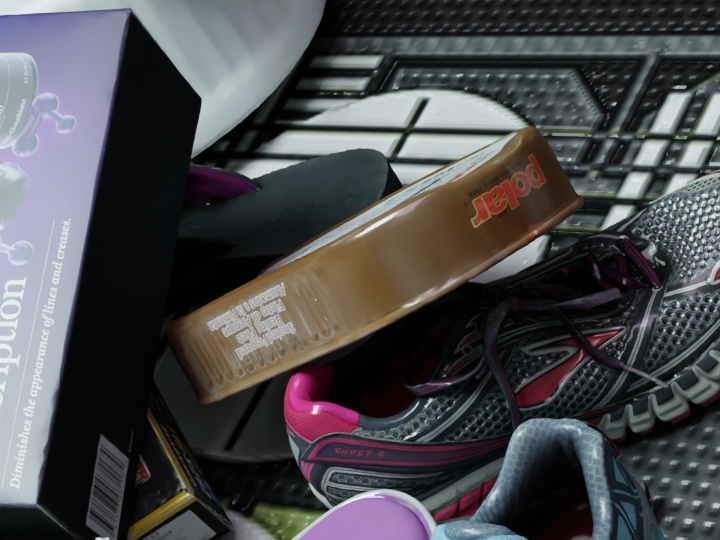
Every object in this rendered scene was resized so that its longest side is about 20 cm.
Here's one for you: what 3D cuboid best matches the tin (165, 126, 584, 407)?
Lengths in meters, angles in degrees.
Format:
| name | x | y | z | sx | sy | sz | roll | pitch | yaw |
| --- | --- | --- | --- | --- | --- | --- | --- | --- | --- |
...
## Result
| name | x | y | z | sx | sy | sz | roll | pitch | yaw |
| --- | --- | --- | --- | --- | --- | --- | --- | --- | --- |
| tin | 0.000 | 0.000 | 0.908 | 0.112 | 0.042 | 0.200 | -37 | 6 | -35 |

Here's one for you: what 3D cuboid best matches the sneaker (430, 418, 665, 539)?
| name | x | y | z | sx | sy | sz | roll | pitch | yaw |
| --- | --- | --- | --- | --- | --- | --- | --- | --- | --- |
| sneaker | 0.031 | 0.123 | 0.760 | 0.079 | 0.096 | 0.200 | 4 | 39 | 29 |

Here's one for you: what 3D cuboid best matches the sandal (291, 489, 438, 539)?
| name | x | y | z | sx | sy | sz | roll | pitch | yaw |
| --- | --- | --- | --- | --- | --- | --- | --- | --- | --- |
| sandal | -0.042 | 0.139 | 0.801 | 0.082 | 0.050 | 0.203 | 15 | 52 | 40 |

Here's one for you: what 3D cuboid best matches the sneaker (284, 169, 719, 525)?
| name | x | y | z | sx | sy | sz | roll | pitch | yaw |
| --- | --- | --- | --- | --- | --- | --- | --- | --- | --- |
| sneaker | 0.067 | 0.026 | 0.880 | 0.200 | 0.075 | 0.081 | -34 | 39 | -1 |

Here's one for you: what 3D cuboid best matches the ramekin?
| name | x | y | z | sx | sy | sz | roll | pitch | yaw |
| --- | --- | --- | --- | --- | --- | --- | --- | --- | --- |
| ramekin | -0.125 | -0.127 | 1.139 | 0.200 | 0.098 | 0.201 | -22 | 35 | 16 |

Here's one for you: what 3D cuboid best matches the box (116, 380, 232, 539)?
| name | x | y | z | sx | sy | sz | roll | pitch | yaw |
| --- | --- | --- | --- | --- | --- | --- | --- | --- | --- |
| box | -0.164 | 0.063 | 0.978 | 0.159 | 0.049 | 0.200 | -34 | 59 | 4 |

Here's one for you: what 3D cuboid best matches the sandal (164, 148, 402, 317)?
| name | x | y | z | sx | sy | sz | roll | pitch | yaw |
| --- | --- | --- | --- | --- | --- | --- | --- | --- | --- |
| sandal | -0.078 | -0.020 | 1.049 | 0.200 | 0.048 | 0.075 | -17 | 39 | 24 |

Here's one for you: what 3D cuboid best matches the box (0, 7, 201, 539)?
| name | x | y | z | sx | sy | sz | roll | pitch | yaw |
| --- | --- | --- | --- | --- | --- | --- | --- | --- | --- |
| box | -0.152 | 0.007 | 0.930 | 0.141 | 0.079 | 0.201 | -2 | 64 | 21 |

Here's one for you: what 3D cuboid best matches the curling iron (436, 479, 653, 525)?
| name | x | y | z | sx | sy | sz | roll | pitch | yaw |
| --- | --- | --- | --- | --- | --- | --- | --- | --- | --- |
| curling iron | 0.010 | 0.115 | 0.871 | 0.199 | 0.026 | 0.050 | -22 | 65 | 7 |

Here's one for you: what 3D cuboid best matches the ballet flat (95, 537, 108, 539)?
| name | x | y | z | sx | sy | sz | roll | pitch | yaw |
| --- | --- | --- | --- | --- | --- | --- | --- | --- | --- |
| ballet flat | -0.145 | 0.131 | 0.873 | 0.199 | 0.072 | 0.072 | -11 | 44 | 32 |
